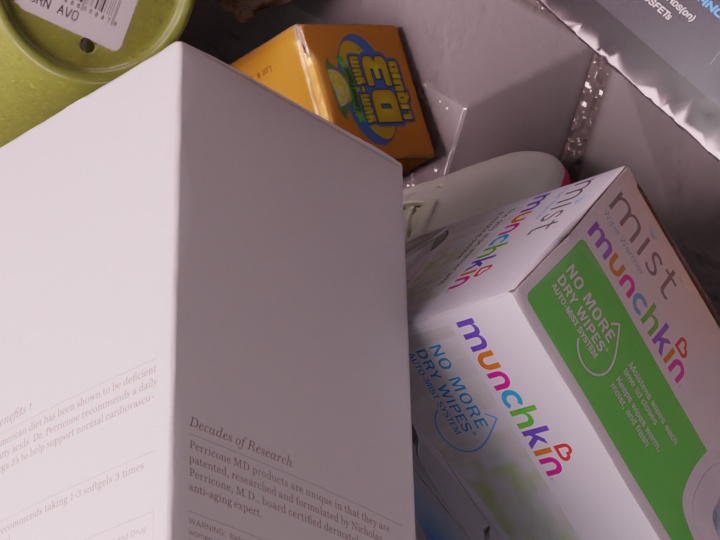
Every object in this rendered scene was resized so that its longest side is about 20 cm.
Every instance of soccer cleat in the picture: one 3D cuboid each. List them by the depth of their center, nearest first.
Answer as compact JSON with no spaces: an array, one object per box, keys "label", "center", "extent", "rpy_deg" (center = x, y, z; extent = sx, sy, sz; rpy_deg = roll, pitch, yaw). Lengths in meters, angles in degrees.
[{"label":"soccer cleat","center":[0.000,0.000,1.123],"extent":[0.086,0.070,0.200],"rpy_deg":[37,134,-15]}]

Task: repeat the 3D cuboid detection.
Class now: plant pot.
[{"label":"plant pot","center":[-0.153,-0.117,1.153],"extent":[0.200,0.187,0.187],"rpy_deg":[1,98,59]}]

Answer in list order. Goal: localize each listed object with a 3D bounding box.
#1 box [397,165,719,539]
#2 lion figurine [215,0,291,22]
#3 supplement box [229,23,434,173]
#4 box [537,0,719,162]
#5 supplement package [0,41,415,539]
[{"label":"box","center":[0.067,0.083,1.034],"extent":[0.176,0.097,0.200],"rpy_deg":[-17,110,44]},{"label":"lion figurine","center":[-0.045,-0.215,1.157],"extent":[0.122,0.072,0.200],"rpy_deg":[-41,56,48]},{"label":"supplement box","center":[-0.061,-0.042,1.193],"extent":[0.200,0.069,0.067],"rpy_deg":[-26,75,45]},{"label":"box","center":[0.136,-0.149,0.873],"extent":[0.200,0.050,0.199],"rpy_deg":[46,105,25]},{"label":"supplement package","center":[-0.061,0.046,0.933],"extent":[0.117,0.117,0.200],"rpy_deg":[-27,51,37]}]
